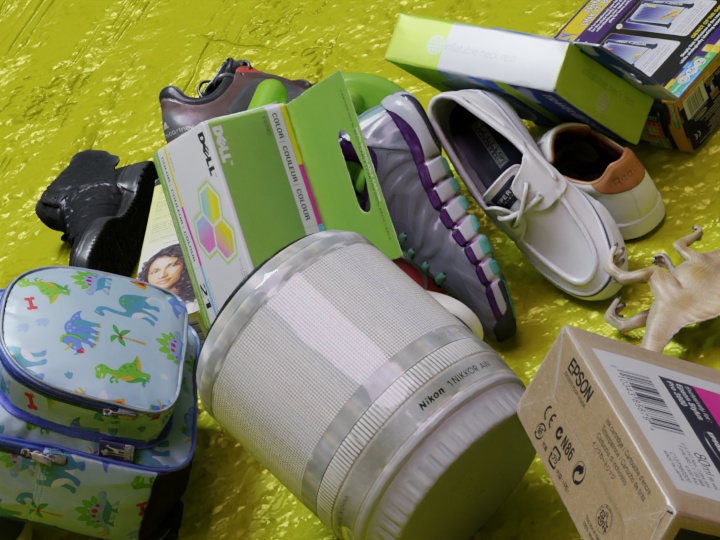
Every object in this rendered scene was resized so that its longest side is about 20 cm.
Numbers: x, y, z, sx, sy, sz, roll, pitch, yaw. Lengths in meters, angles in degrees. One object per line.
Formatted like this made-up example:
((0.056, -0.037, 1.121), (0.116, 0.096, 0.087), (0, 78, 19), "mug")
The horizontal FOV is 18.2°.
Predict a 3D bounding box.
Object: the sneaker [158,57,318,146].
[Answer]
((-0.081, -0.148, 1.903), (0.200, 0.082, 0.077), (-16, -4, -34), "sneaker")

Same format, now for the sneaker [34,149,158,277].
((-0.236, -0.042, 1.932), (0.104, 0.060, 0.200), (-5, 34, 23), "sneaker")

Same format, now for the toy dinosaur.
((0.218, 0.021, 1.582), (0.101, 0.058, 0.200), (17, 52, 42), "toy dinosaur")

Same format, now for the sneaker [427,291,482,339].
((-0.007, 0.075, 1.621), (0.200, 0.075, 0.085), (-15, 33, 30), "sneaker")

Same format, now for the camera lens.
((0.003, 0.083, 1.487), (0.160, 0.160, 0.200), (-39, 65, -20), "camera lens")

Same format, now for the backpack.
((-0.217, 0.086, 1.611), (0.200, 0.147, 0.183), (9, 37, -7), "backpack")

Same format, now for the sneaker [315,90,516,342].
((0.043, -0.028, 1.660), (0.087, 0.200, 0.074), (-26, -5, 2), "sneaker")

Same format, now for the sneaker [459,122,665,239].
((0.148, -0.089, 1.744), (0.200, 0.085, 0.073), (16, 53, 44), "sneaker")

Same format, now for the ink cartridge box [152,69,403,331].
((-0.064, -0.050, 1.649), (0.076, 0.148, 0.200), (-16, -4, -29), "ink cartridge box")

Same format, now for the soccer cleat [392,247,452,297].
((0.000, 0.000, 1.744), (0.073, 0.068, 0.200), (-2, 15, -25), "soccer cleat")

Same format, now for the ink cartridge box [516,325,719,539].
((0.204, 0.131, 1.353), (0.075, 0.165, 0.200), (-63, 27, 23), "ink cartridge box")

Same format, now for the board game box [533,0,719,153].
((0.252, -0.187, 1.835), (0.165, 0.057, 0.200), (14, 50, 44), "board game box")

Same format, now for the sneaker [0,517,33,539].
((-0.347, 0.191, 1.667), (0.200, 0.085, 0.075), (-17, 36, 11), "sneaker")

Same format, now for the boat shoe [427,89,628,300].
((0.117, -0.055, 1.665), (0.200, 0.065, 0.074), (49, 115, 25), "boat shoe")

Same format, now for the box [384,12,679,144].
((0.131, -0.149, 1.738), (0.200, 0.122, 0.048), (16, 84, 42), "box")

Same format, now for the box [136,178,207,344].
((-0.138, -0.008, 1.834), (0.075, 0.050, 0.200), (-15, 36, 13), "box")

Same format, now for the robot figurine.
((-0.007, -0.097, 1.780), (0.200, 0.175, 0.116), (-152, 86, -85), "robot figurine")
